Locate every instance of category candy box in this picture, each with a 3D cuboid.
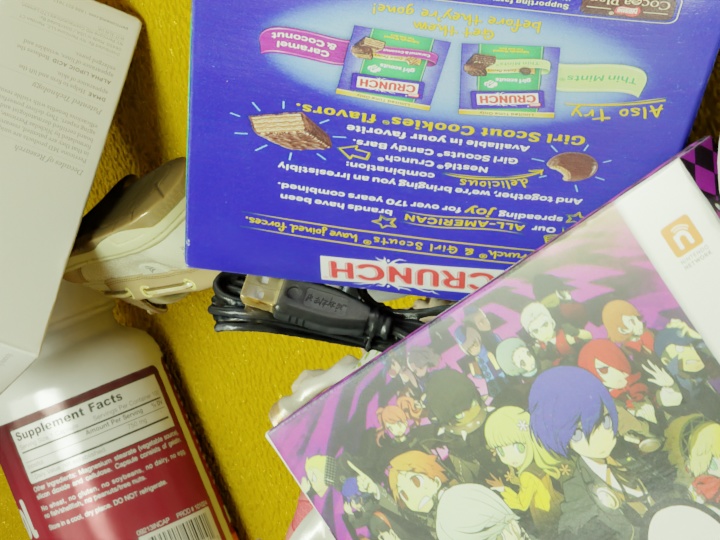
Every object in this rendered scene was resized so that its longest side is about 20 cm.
[{"bbox_3d":[0.026,-0.070,0.793,0.200,0.169,0.077,100,176,-57],"label":"candy box"}]

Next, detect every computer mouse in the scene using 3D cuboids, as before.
[{"bbox_3d":[0.000,0.000,0.951,0.200,0.109,0.044,-81,-1,-72],"label":"computer mouse"}]

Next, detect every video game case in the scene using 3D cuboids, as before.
[{"bbox_3d":[0.089,0.081,0.796,0.200,0.036,0.182,-34,88,33],"label":"video game case"}]

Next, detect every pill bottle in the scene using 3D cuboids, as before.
[{"bbox_3d":[-0.152,0.106,1.360,0.113,0.113,0.200,-24,88,64],"label":"pill bottle"}]

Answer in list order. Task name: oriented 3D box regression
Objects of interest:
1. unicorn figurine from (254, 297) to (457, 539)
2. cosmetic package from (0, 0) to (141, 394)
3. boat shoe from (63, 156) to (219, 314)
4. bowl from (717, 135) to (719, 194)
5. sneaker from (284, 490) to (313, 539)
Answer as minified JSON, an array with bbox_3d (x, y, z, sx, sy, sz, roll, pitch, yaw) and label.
[{"bbox_3d":[0.011,0.089,0.939,0.137,0.074,0.200,-28,50,41],"label":"unicorn figurine"},{"bbox_3d":[-0.190,-0.043,1.230,0.113,0.081,0.200,146,140,-65],"label":"cosmetic package"},{"bbox_3d":[-0.116,-0.009,1.249,0.066,0.074,0.200,46,164,-12],"label":"boat shoe"},{"bbox_3d":[0.168,-0.027,0.670,0.201,0.090,0.201,42,145,40],"label":"bowl"},{"bbox_3d":[0.003,0.107,1.136,0.200,0.074,0.087,-46,55,58],"label":"sneaker"}]
